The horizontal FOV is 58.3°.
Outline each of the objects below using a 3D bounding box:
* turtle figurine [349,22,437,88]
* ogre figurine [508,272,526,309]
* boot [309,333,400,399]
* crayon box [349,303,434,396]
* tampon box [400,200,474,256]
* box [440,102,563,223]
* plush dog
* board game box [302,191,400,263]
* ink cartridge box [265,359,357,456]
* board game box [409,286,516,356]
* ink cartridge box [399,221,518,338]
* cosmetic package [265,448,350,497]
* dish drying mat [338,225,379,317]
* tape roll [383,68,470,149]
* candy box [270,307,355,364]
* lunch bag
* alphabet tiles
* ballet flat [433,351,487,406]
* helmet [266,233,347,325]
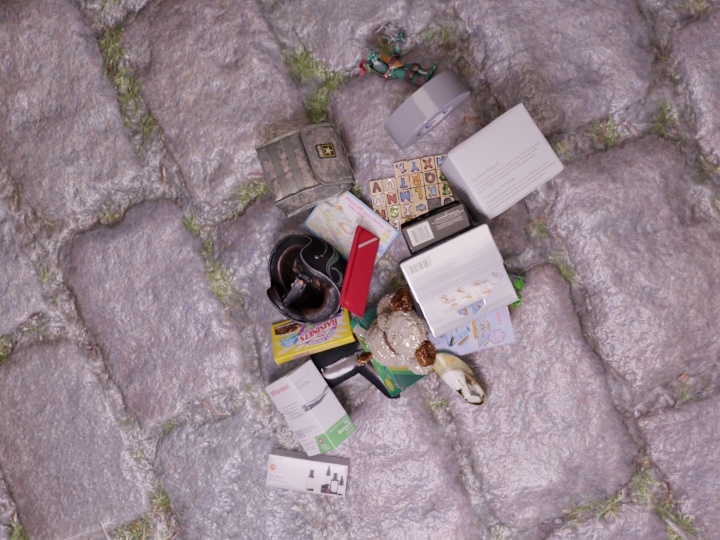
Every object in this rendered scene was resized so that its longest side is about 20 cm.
[{"bbox_3d":[0.075,-0.490,1.506,0.199,0.101,0.150,25,54,2],"label":"turtle figurine"},{"bbox_3d":[0.291,0.080,1.517,0.119,0.098,0.200,31,112,-14],"label":"ogre figurine"},{"bbox_3d":[-0.015,0.249,1.554,0.167,0.076,0.201,-28,83,2],"label":"boot"},{"bbox_3d":[0.077,0.176,1.510,0.118,0.058,0.201,-25,78,-34],"label":"crayon box"},{"bbox_3d":[0.180,-0.072,1.458,0.149,0.200,0.127,-23,96,5],"label":"tampon box"},{"bbox_3d":[0.307,-0.231,1.443,0.199,0.199,0.172,-35,90,3],"label":"box"},{"bbox_3d":[0.083,0.140,1.388,0.160,0.172,0.201,-22,77,-31],"label":"plush dog"},{"bbox_3d":[-0.022,-0.101,1.557,0.200,0.034,0.135,39,97,4],"label":"board game box"},{"bbox_3d":[-0.120,0.326,1.528,0.084,0.146,0.201,-33,90,-36],"label":"ink cartridge box"},{"bbox_3d":[0.230,0.094,1.445,0.198,0.041,0.201,-15,117,8],"label":"board game box"},{"bbox_3d":[0.205,0.019,1.347,0.199,0.044,0.175,-25,98,6],"label":"ink cartridge box"},{"bbox_3d":[-0.129,0.498,1.591,0.198,0.051,0.083,6,92,5],"label":"cosmetic package"},{"bbox_3d":[0.000,0.000,1.469,0.018,0.077,0.202,-13,55,42],"label":"dish drying mat"},{"bbox_3d":[0.149,-0.360,1.451,0.200,0.200,0.066,-39,90,6],"label":"tape roll"},{"bbox_3d":[-0.117,0.151,1.559,0.198,0.026,0.103,-18,54,6],"label":"candy box"},{"bbox_3d":[-0.122,-0.242,1.507,0.198,0.118,0.165,-22,74,6],"label":"lunch bag"},{"bbox_3d":[0.125,-0.182,1.559,0.198,0.008,0.169,-9,92,5],"label":"alphabet tiles"},{"bbox_3d":[0.233,0.257,1.490,0.071,0.071,0.200,-44,126,5],"label":"ballet flat"},{"bbox_3d":[-0.120,0.015,1.499,0.198,0.191,0.202,-1,119,-1],"label":"helmet"}]
